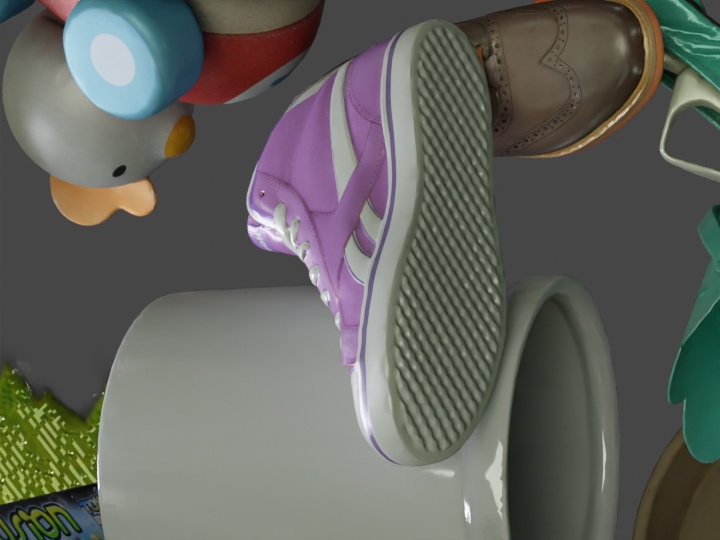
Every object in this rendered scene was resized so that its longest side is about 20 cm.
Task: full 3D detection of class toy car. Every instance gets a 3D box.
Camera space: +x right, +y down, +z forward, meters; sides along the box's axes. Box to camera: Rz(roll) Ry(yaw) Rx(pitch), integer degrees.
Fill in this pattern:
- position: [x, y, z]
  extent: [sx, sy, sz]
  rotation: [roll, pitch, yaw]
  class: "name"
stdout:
- position: [-0.108, -0.099, 1.229]
  extent: [0.176, 0.184, 0.201]
  rotation: [29, 131, 20]
  class: "toy car"

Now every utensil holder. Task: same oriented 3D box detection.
- position: [0.001, 0.088, 1.169]
  extent: [0.198, 0.170, 0.172]
  rotation: [0, 92, 22]
  class: "utensil holder"

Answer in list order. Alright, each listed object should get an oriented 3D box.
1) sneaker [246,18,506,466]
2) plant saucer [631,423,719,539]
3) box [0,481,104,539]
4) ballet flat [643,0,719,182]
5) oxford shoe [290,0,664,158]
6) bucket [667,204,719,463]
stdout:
- position: [0.000, 0.000, 1.095]
  extent: [0.114, 0.072, 0.202]
  rotation: [-21, 52, 37]
  class: "sneaker"
- position: [0.218, 0.128, 1.122]
  extent: [0.198, 0.030, 0.202]
  rotation: [-8, 62, 14]
  class: "plant saucer"
- position: [-0.137, 0.159, 1.206]
  extent: [0.035, 0.200, 0.110]
  rotation: [-46, 77, 16]
  class: "box"
- position: [0.145, -0.090, 1.156]
  extent: [0.200, 0.067, 0.071]
  rotation: [38, 82, 15]
  class: "ballet flat"
- position: [0.051, -0.081, 1.156]
  extent: [0.199, 0.073, 0.072]
  rotation: [-14, 85, 46]
  class: "oxford shoe"
- position: [0.232, 0.015, 1.042]
  extent: [0.206, 0.208, 0.135]
  rotation: [7, 56, 21]
  class: "bucket"
